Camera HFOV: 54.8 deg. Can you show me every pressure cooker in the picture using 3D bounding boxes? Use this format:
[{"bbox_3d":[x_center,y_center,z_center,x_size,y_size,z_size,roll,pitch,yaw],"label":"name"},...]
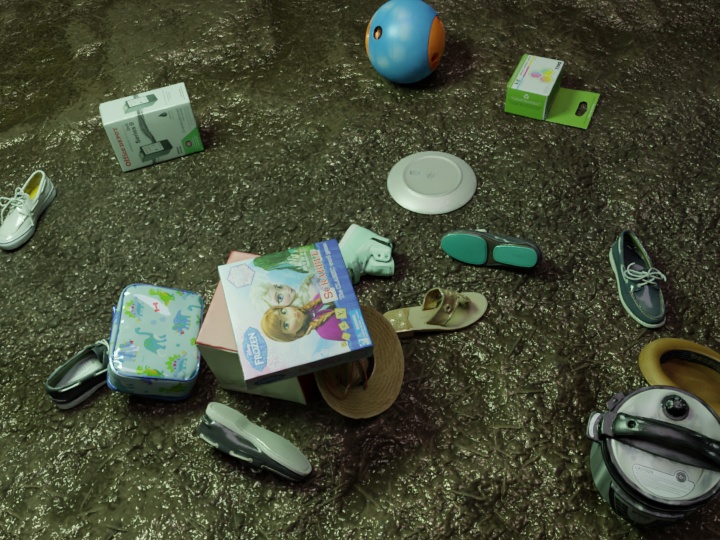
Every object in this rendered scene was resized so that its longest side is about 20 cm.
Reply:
[{"bbox_3d":[0.419,0.258,0.982,0.174,0.201,0.180,-23,60,-3],"label":"pressure cooker"}]

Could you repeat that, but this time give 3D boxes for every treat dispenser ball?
[{"bbox_3d":[0.112,-0.569,1.721,0.198,0.202,0.203,-2,49,3],"label":"treat dispenser ball"}]

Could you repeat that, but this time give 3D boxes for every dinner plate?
[{"bbox_3d":[0.157,-0.202,1.525,0.197,0.024,0.202,-3,49,3],"label":"dinner plate"}]

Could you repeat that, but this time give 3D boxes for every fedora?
[{"bbox_3d":[0.530,0.194,1.106,0.198,0.083,0.202,10,34,-6],"label":"fedora"}]

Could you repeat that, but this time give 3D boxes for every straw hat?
[{"bbox_3d":[-0.025,0.160,1.187,0.085,0.201,0.202,-21,31,48],"label":"straw hat"}]

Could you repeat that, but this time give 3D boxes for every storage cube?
[{"bbox_3d":[-0.154,0.101,1.184,0.169,0.201,0.182,9,57,11],"label":"storage cube"}]

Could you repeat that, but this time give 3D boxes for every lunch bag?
[{"bbox_3d":[-0.362,0.123,1.227,0.159,0.083,0.202,8,49,-18],"label":"lunch bag"}]

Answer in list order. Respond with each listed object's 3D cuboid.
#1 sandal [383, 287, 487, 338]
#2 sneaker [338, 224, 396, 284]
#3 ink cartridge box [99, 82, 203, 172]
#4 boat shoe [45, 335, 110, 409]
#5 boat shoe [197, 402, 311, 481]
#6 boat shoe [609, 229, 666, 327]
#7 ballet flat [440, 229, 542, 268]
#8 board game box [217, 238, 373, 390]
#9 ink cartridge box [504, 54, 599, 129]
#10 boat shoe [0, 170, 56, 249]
[{"bbox_3d":[0.138,0.066,1.267,0.209,0.070,0.078,-14,50,-7],"label":"sandal"},{"bbox_3d":[0.000,-0.001,1.334,0.117,0.074,0.202,18,55,15],"label":"sneaker"},{"bbox_3d":[-0.479,-0.328,1.603,0.198,0.147,0.085,-18,51,-10],"label":"ink cartridge box"},{"bbox_3d":[-0.466,0.162,1.241,0.075,0.061,0.200,28,57,26],"label":"boat shoe"},{"bbox_3d":[-0.172,0.287,1.112,0.198,0.074,0.061,29,97,7],"label":"boat shoe"},{"bbox_3d":[0.519,0.012,1.288,0.074,0.062,0.202,-1,50,1],"label":"boat shoe"},{"bbox_3d":[0.258,-0.044,1.362,0.197,0.074,0.074,10,51,21],"label":"ballet flat"},{"bbox_3d":[-0.103,0.062,1.071,0.197,0.041,0.202,-14,61,-12],"label":"board game box"},{"bbox_3d":[0.463,-0.429,1.657,0.198,0.076,0.149,17,53,20],"label":"ink cartridge box"},{"bbox_3d":[-0.732,-0.142,1.503,0.074,0.087,0.204,8,51,11],"label":"boat shoe"}]
